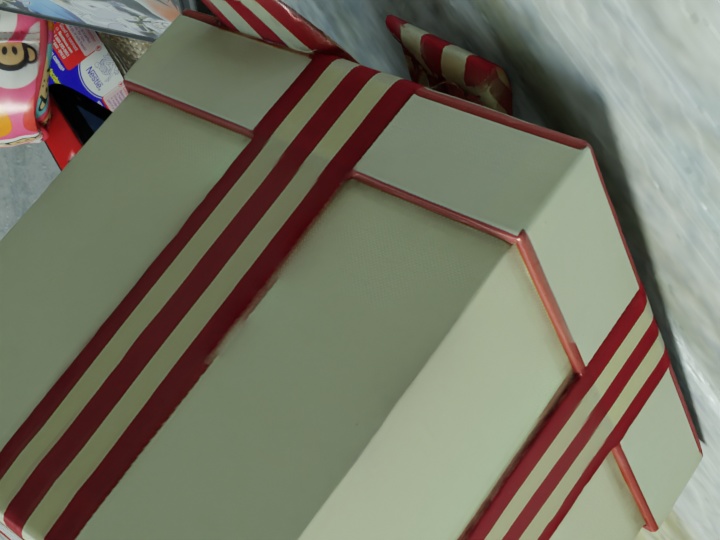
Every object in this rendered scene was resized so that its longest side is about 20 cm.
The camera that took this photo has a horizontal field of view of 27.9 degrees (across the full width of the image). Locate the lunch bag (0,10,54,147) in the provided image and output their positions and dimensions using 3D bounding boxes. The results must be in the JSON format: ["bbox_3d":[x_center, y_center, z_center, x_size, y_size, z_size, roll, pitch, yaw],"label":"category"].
[{"bbox_3d":[-0.215,-0.168,0.811,0.176,0.081,0.203,-178,82,-79],"label":"lunch bag"}]

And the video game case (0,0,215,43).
[{"bbox_3d":[-0.157,-0.158,0.613,0.179,0.026,0.200,12,165,3],"label":"video game case"}]

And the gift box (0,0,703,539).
[{"bbox_3d":[-0.022,0.030,0.451,0.199,0.187,0.185,28,159,33],"label":"gift box"}]

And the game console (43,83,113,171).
[{"bbox_3d":[-0.104,-0.038,0.878,0.176,0.031,0.200,24,-165,-35],"label":"game console"}]

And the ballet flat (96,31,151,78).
[{"bbox_3d":[-0.127,-0.143,0.816,0.068,0.046,0.201,57,171,53],"label":"ballet flat"}]

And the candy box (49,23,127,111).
[{"bbox_3d":[-0.239,-0.200,1.027,0.200,0.077,0.170,45,168,38],"label":"candy box"}]
